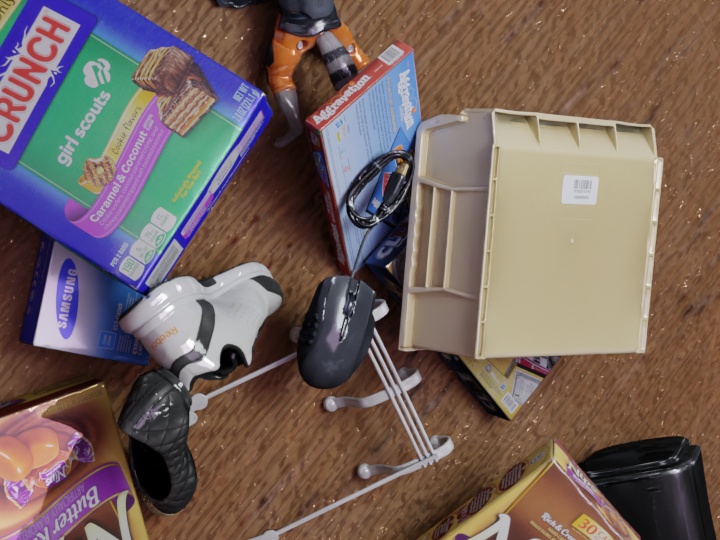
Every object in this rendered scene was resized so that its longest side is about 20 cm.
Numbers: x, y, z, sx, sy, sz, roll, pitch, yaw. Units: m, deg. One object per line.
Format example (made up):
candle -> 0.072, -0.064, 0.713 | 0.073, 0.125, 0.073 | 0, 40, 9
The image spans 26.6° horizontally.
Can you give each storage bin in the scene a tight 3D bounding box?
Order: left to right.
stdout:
storage bin -> 0.143, -0.028, 1.256 | 0.200, 0.094, 0.199 | 1, 95, -38

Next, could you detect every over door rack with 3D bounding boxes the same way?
over door rack -> -0.042, 0.129, 1.256 | 0.200, 0.067, 0.148 | -28, 103, -10

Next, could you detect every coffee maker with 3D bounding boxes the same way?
coffee maker -> 0.267, 0.260, 1.344 | 0.135, 0.192, 0.200 | -15, 95, -4

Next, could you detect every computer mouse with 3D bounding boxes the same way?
computer mouse -> 0.000, 0.000, 1.195 | 0.059, 0.034, 0.200 | 17, 94, -17

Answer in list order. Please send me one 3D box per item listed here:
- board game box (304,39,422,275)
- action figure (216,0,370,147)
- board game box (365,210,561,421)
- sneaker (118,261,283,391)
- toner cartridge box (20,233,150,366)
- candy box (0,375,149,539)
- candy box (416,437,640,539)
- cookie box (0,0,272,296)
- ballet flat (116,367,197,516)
board game box -> 0.010, -0.086, 1.222 | 0.103, 0.019, 0.200 | -42, 151, -19
action figure -> -0.017, -0.219, 1.231 | 0.200, 0.105, 0.194 | -23, 112, -21
board game box -> 0.109, 0.015, 1.326 | 0.136, 0.035, 0.200 | -48, 119, -17
sneaker -> -0.109, 0.046, 1.159 | 0.074, 0.200, 0.080 | -40, 82, 22
toner cartridge box -> -0.193, -0.033, 1.177 | 0.095, 0.043, 0.200 | 12, 86, -26
candy box -> -0.229, 0.193, 1.161 | 0.117, 0.056, 0.200 | -19, 102, -26
candy box -> 0.121, 0.247, 1.272 | 0.200, 0.056, 0.117 | -40, 96, 14
cookie box -> -0.193, -0.104, 1.102 | 0.200, 0.075, 0.171 | 32, 84, 4
ballet flat -> -0.159, 0.135, 1.136 | 0.066, 0.200, 0.057 | 39, 62, 18
